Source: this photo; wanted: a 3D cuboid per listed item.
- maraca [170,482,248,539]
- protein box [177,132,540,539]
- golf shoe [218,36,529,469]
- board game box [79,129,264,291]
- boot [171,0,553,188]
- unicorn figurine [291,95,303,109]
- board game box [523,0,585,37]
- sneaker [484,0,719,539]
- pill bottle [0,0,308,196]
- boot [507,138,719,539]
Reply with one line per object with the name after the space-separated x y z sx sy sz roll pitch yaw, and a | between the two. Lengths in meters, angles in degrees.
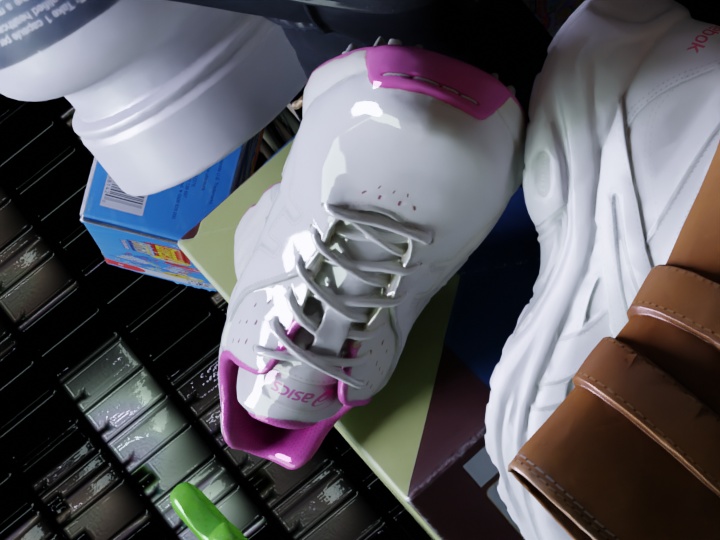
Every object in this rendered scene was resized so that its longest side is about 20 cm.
0.002 0.152 1.025 0.200 0.107 0.137 50 170 -25 | maraca
0.071 0.048 1.054 0.200 0.135 0.199 51 177 -38 | protein box
0.000 0.000 0.884 0.075 0.092 0.200 19 155 -5 | golf shoe
-0.060 -0.100 1.183 0.056 0.201 0.196 14 175 -1 | board game box
-0.029 -0.087 0.922 0.199 0.077 0.168 13 161 23 | boot
0.026 -0.094 1.205 0.138 0.074 0.200 59 166 31 | unicorn figurine
0.016 -0.156 0.961 0.135 0.034 0.200 49 175 31 | board game box
0.097 0.019 0.856 0.099 0.078 0.201 20 124 32 | sneaker
-0.107 -0.130 0.999 0.200 0.119 0.120 54 175 -19 | pill bottle
0.091 -0.006 0.647 0.200 0.155 0.074 51 176 6 | boot
